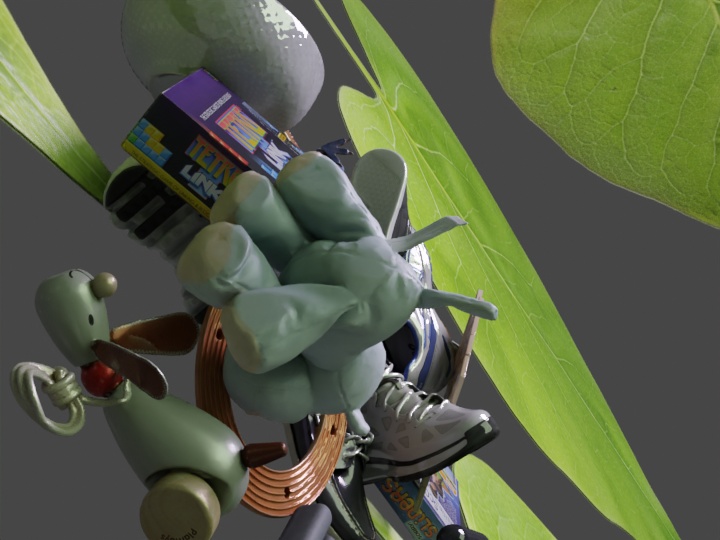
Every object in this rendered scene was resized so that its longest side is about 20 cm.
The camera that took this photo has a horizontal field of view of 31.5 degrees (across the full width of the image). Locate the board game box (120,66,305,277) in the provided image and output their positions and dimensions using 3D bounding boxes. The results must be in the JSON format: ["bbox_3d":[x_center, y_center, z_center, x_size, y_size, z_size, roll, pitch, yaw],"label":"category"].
[{"bbox_3d":[-0.095,-0.084,1.035,0.165,0.057,0.200,41,12,-9],"label":"board game box"}]

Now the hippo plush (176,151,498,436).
[{"bbox_3d":[-0.031,0.023,0.909,0.162,0.197,0.161,100,-22,-55],"label":"hippo plush"}]

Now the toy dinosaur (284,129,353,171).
[{"bbox_3d":[-0.034,-0.094,1.516,0.201,0.104,0.182,52,-10,20],"label":"toy dinosaur"}]

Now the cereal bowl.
[{"bbox_3d":[-0.136,-0.186,1.181,0.200,0.198,0.084,47,57,-43],"label":"cereal bowl"}]

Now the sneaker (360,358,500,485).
[{"bbox_3d":[0.032,0.120,1.116,0.075,0.200,0.117,-22,90,-37],"label":"sneaker"}]

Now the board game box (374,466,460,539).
[{"bbox_3d":[0.036,0.182,1.294,0.201,0.034,0.136,56,14,-16],"label":"board game box"}]

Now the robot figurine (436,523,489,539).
[{"bbox_3d":[0.062,0.290,0.984,0.200,0.124,0.152,39,25,-57],"label":"robot figurine"}]

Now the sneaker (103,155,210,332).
[{"bbox_3d":[-0.130,-0.015,1.044,0.201,0.075,0.081,56,6,-20],"label":"sneaker"}]

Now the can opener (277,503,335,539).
[{"bbox_3d":[-0.038,0.222,0.899,0.200,0.066,0.053,-65,147,-79],"label":"can opener"}]

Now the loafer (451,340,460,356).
[{"bbox_3d":[0.057,0.088,1.340,0.071,0.069,0.200,64,15,12],"label":"loafer"}]

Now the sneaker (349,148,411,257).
[{"bbox_3d":[0.000,0.000,1.149,0.099,0.070,0.202,69,40,-64],"label":"sneaker"}]

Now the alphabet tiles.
[{"bbox_3d":[0.091,0.110,1.245,0.007,0.169,0.201,17,33,3],"label":"alphabet tiles"}]

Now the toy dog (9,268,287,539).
[{"bbox_3d":[-0.120,0.083,0.813,0.201,0.096,0.132,53,15,-27],"label":"toy dog"}]

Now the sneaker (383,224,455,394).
[{"bbox_3d":[0.029,0.022,1.219,0.088,0.075,0.202,4,60,-61],"label":"sneaker"}]

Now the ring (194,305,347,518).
[{"bbox_3d":[-0.069,0.091,0.999,0.200,0.019,0.203,19,68,-57],"label":"ring"}]

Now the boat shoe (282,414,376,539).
[{"bbox_3d":[-0.023,0.147,1.098,0.073,0.062,0.202,33,31,-62],"label":"boat shoe"}]
